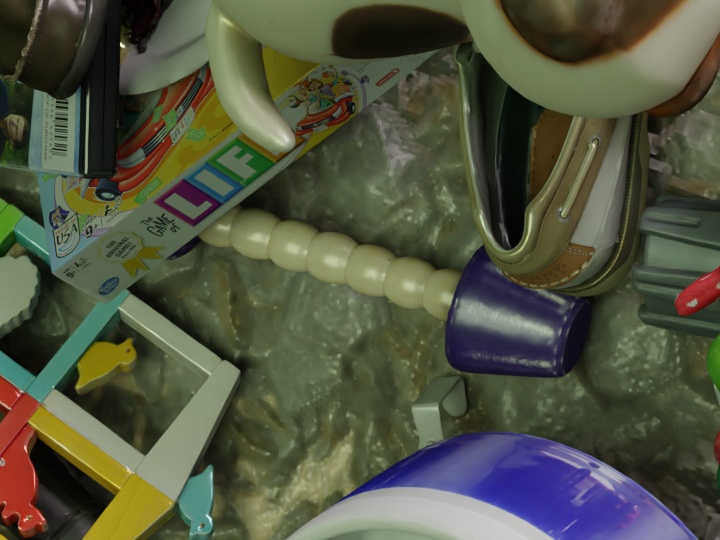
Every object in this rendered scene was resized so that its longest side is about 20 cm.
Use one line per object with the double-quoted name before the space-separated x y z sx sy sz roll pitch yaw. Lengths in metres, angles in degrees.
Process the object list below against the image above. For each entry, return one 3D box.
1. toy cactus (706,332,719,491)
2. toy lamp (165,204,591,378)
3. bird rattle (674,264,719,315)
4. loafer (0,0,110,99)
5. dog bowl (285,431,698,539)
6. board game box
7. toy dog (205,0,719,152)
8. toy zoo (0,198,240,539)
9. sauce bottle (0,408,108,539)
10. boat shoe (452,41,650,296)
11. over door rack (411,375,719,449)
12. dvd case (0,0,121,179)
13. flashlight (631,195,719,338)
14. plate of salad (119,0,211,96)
"toy cactus" 0.187 0.109 0.935 0.200 0.102 0.165 35 101 -31
"toy lamp" 0.000 0.000 1.057 0.199 0.058 0.058 16 103 22
"bird rattle" 0.156 -0.088 0.906 0.112 0.200 0.163 11 141 26
"loafer" -0.165 -0.140 1.005 0.200 0.071 0.073 54 132 37
"dog bowl" 0.054 0.165 0.943 0.199 0.079 0.201 19 122 32
"board game box" -0.056 -0.095 1.041 0.200 0.034 0.135 -36 45 23
"toy dog" 0.037 -0.123 0.866 0.200 0.139 0.194 24 81 36
"toy zoo" -0.145 0.057 1.099 0.200 0.020 0.131 36 73 9
"sauce bottle" -0.190 0.061 1.141 0.200 0.065 0.065 46 111 10
"boat shoe" 0.078 -0.093 0.988 0.074 0.068 0.201 -7 80 31
"over door rack" 0.098 0.139 1.028 0.147 0.067 0.201 -6 95 23
"dvd case" -0.160 -0.117 1.075 0.200 0.017 0.143 10 99 53
"flashlight" 0.206 0.006 0.964 0.199 0.068 0.068 10 101 21
"plate of salad" -0.081 -0.171 1.030 0.200 0.048 0.201 -20 63 43
